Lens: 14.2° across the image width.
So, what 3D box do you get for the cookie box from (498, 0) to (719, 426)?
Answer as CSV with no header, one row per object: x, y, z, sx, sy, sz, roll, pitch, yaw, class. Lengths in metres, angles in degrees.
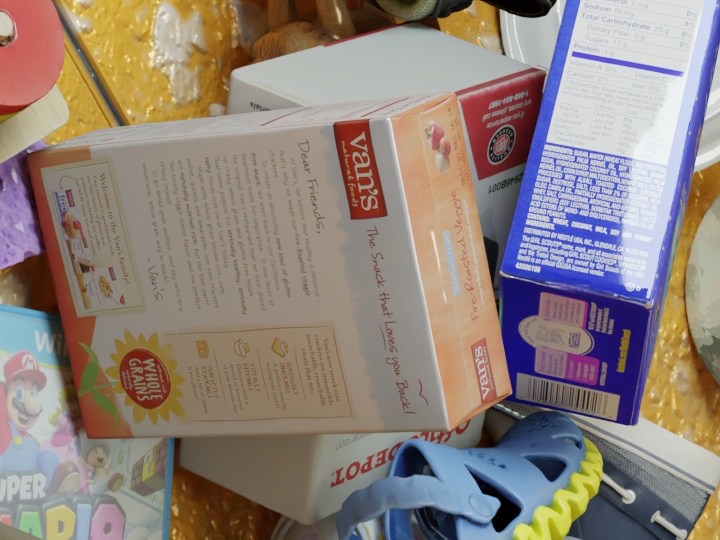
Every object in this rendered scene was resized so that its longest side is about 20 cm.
0.120,-0.051,1.358,0.171,0.075,0.201,84,19,-68,cookie box

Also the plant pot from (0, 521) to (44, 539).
-0.180,0.169,1.129,0.173,0.199,0.201,9,78,-55,plant pot

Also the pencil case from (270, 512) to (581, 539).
0.043,0.162,1.422,0.200,0.091,0.083,14,93,-46,pencil case

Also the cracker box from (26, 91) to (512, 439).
-0.041,0.001,1.244,0.058,0.199,0.134,-24,107,-52,cracker box

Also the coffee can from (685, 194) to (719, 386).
0.306,0.011,1.678,0.200,0.146,0.147,1,85,-45,coffee can

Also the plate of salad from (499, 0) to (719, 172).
0.160,-0.150,1.606,0.199,0.048,0.201,-4,99,-25,plate of salad

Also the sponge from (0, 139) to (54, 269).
-0.214,-0.037,1.227,0.200,0.030,0.112,-24,102,-46,sponge

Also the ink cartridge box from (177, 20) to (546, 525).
0.000,0.000,1.343,0.144,0.084,0.201,-21,128,-50,ink cartridge box

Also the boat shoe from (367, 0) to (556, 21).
0.025,-0.150,1.368,0.200,0.073,0.065,21,79,-47,boat shoe

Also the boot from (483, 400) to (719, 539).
0.102,0.106,1.513,0.200,0.073,0.091,26,85,-29,boot

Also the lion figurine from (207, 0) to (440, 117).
-0.001,-0.106,1.428,0.200,0.072,0.123,-18,101,-48,lion figurine

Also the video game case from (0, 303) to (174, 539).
-0.142,0.120,1.289,0.143,0.018,0.201,12,76,-44,video game case

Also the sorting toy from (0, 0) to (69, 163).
-0.219,-0.116,1.168,0.199,0.070,0.200,-36,98,-45,sorting toy

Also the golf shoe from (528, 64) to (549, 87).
0.111,-0.017,1.517,0.078,0.094,0.200,-47,119,-40,golf shoe

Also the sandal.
0.050,0.108,1.339,0.087,0.079,0.200,45,28,1,sandal
